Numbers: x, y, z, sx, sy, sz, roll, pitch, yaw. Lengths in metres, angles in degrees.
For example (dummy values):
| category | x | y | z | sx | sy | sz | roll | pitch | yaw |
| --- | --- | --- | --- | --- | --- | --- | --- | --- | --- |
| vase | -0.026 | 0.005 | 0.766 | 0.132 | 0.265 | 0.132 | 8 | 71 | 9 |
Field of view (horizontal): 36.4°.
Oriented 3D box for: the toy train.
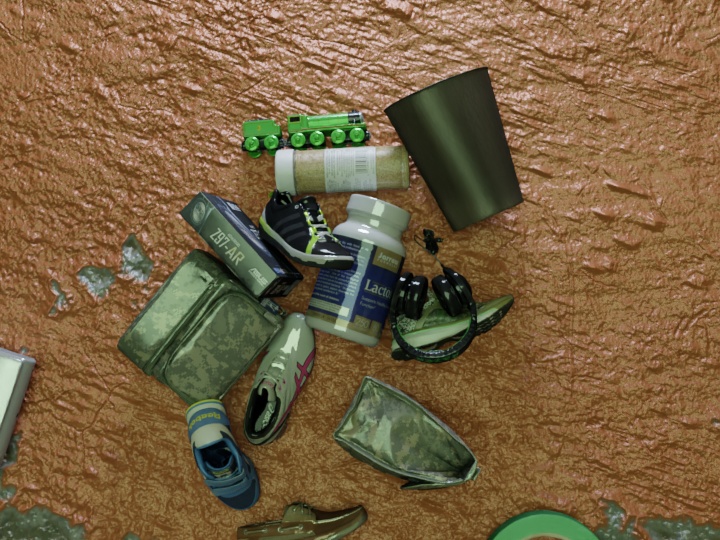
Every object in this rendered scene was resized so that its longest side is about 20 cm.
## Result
| category | x | y | z | sx | sy | sz | roll | pitch | yaw |
| --- | --- | --- | --- | --- | --- | --- | --- | --- | --- |
| toy train | -0.083 | -0.207 | 1.645 | 0.197 | 0.042 | 0.057 | -5 | 75 | 3 |

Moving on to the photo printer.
| category | x | y | z | sx | sy | sz | roll | pitch | yaw |
| --- | --- | --- | --- | --- | --- | --- | --- | --- | --- |
| photo printer | -0.589 | 0.203 | 1.622 | 0.165 | 0.069 | 0.202 | 18 | 86 | 4 |

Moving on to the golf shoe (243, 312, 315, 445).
| category | x | y | z | sx | sy | sz | roll | pitch | yaw |
| --- | --- | --- | --- | --- | --- | --- | --- | --- | --- |
| golf shoe | -0.116 | 0.158 | 1.591 | 0.072 | 0.092 | 0.202 | 16 | 85 | 7 |

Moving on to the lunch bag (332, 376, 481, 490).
| category | x | y | z | sx | sy | sz | roll | pitch | yaw |
| --- | --- | --- | --- | --- | --- | --- | --- | --- | --- |
| lunch bag | 0.069 | 0.245 | 1.537 | 0.199 | 0.164 | 0.118 | 29 | 82 | 5 |

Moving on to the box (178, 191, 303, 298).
| category | x | y | z | sx | sy | sz | roll | pitch | yaw |
| --- | --- | --- | --- | --- | --- | --- | --- | --- | --- |
| box | -0.164 | -0.033 | 1.553 | 0.044 | 0.200 | 0.160 | -43 | 84 | 5 |

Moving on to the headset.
| category | x | y | z | sx | sy | sz | roll | pitch | yaw |
| --- | --- | --- | --- | --- | --- | --- | --- | --- | --- |
| headset | 0.103 | 0.037 | 1.562 | 0.122 | 0.094 | 0.202 | -5 | 68 | 6 |

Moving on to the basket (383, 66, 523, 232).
| category | x | y | z | sx | sy | sz | roll | pitch | yaw |
| --- | --- | --- | --- | --- | --- | --- | --- | --- | --- |
| basket | 0.148 | -0.170 | 1.583 | 0.179 | 0.136 | 0.202 | -24 | 91 | -32 |

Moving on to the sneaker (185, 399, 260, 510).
| category | x | y | z | sx | sy | sz | roll | pitch | yaw |
| --- | --- | --- | --- | --- | --- | --- | --- | --- | --- |
| sneaker | -0.195 | 0.279 | 1.551 | 0.073 | 0.082 | 0.201 | -23 | 125 | -3 |

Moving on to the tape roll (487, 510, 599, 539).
| category | x | y | z | sx | sy | sz | roll | pitch | yaw |
| --- | --- | --- | --- | --- | --- | --- | --- | --- | --- |
| tape roll | 0.264 | 0.448 | 1.569 | 0.198 | 0.048 | 0.203 | 0 | 86 | 4 |

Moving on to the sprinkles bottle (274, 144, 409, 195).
| category | x | y | z | sx | sy | sz | roll | pitch | yaw |
| --- | --- | --- | --- | --- | --- | --- | --- | --- | --- |
| sprinkles bottle | -0.026 | -0.148 | 1.621 | 0.197 | 0.068 | 0.069 | -2 | 85 | 3 |

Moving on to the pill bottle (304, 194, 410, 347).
| category | x | y | z | sx | sy | sz | roll | pitch | yaw |
| --- | --- | --- | --- | --- | --- | --- | --- | --- | --- |
| pill bottle | 0.000 | 0.000 | 1.584 | 0.114 | 0.116 | 0.202 | 17 | 87 | 4 |

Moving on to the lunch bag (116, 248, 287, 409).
| category | x | y | z | sx | sy | sz | roll | pitch | yaw |
| --- | --- | --- | --- | --- | --- | --- | --- | --- | --- |
| lunch bag | -0.223 | 0.089 | 1.578 | 0.167 | 0.139 | 0.200 | 40 | 88 | 4 |

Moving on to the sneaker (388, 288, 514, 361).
| category | x | y | z | sx | sy | sz | roll | pitch | yaw |
| --- | --- | --- | --- | --- | --- | --- | --- | --- | --- |
| sneaker | 0.126 | 0.059 | 1.600 | 0.198 | 0.077 | 0.089 | -19 | 73 | -2 |

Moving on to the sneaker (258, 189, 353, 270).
| category | x | y | z | sx | sy | sz | roll | pitch | yaw |
| --- | --- | --- | --- | --- | --- | --- | --- | --- | --- |
| sneaker | -0.080 | -0.063 | 1.539 | 0.199 | 0.071 | 0.084 | 29 | 108 | 43 |

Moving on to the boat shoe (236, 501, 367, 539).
| category | x | y | z | sx | sy | sz | roll | pitch | yaw |
| --- | --- | --- | --- | --- | --- | --- | --- | --- | --- |
| boat shoe | -0.088 | 0.371 | 1.582 | 0.198 | 0.076 | 0.073 | -19 | 83 | 0 |
